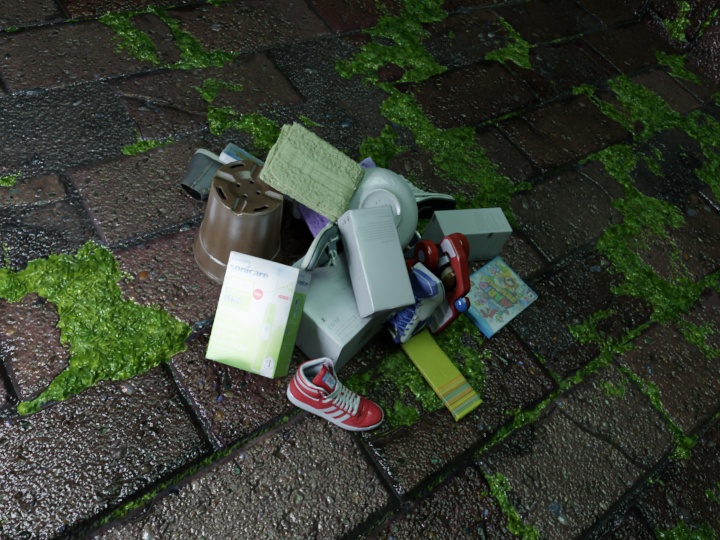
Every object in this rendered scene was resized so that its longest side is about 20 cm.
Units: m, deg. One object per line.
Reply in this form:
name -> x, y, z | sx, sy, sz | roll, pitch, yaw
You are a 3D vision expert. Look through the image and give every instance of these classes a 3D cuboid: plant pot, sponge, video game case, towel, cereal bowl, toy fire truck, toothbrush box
plant pot -> -0.248, -0.106, 1.378 | 0.194, 0.201, 0.205 | 9, 50, -11
sponge -> -0.032, -0.148, 1.450 | 0.198, 0.030, 0.113 | -35, 97, -7
video game case -> -0.231, -0.228, 1.498 | 0.179, 0.022, 0.201 | 30, 12, -14
towel -> -0.096, -0.200, 1.339 | 0.196, 0.036, 0.151 | 29, 69, -9
towel -> 0.171, 0.220, 1.392 | 0.085, 0.018, 0.201 | -20, 61, -37
cereal bowl -> 0.034, -0.122, 1.404 | 0.193, 0.083, 0.207 | 0, 89, -8
video game case -> 0.318, 0.060, 1.567 | 0.198, 0.018, 0.143 | -30, 68, -35
toy fire truck -> 0.177, 0.026, 1.408 | 0.109, 0.201, 0.172 | -12, 68, -30
toothbrush box -> -0.190, 0.083, 1.234 | 0.141, 0.086, 0.206 | 14, 87, 13

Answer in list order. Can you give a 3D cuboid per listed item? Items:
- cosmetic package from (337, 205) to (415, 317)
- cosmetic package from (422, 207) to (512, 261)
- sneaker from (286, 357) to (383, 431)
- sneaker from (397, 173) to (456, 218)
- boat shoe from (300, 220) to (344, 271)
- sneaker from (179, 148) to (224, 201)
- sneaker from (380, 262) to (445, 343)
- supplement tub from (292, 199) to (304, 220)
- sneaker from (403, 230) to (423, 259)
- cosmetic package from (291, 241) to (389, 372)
cosmetic package -> 0.030, -0.018, 1.289 | 0.099, 0.074, 0.206 | -8, 79, -26
cosmetic package -> 0.255, -0.084, 1.597 | 0.194, 0.114, 0.083 | -8, 55, -22
sneaker -> -0.039, 0.234, 1.240 | 0.194, 0.114, 0.073 | 19, 49, -4
sneaker -> 0.146, -0.201, 1.672 | 0.194, 0.076, 0.118 | -1, 55, -17
boat shoe -> -0.063, -0.042, 1.290 | 0.061, 0.074, 0.201 | 33, 23, -2
sneaker -> -0.312, -0.188, 1.516 | 0.195, 0.075, 0.108 | 25, 63, -3
sneaker -> 0.104, 0.089, 1.358 | 0.080, 0.202, 0.115 | 38, 59, 21
supplement tub -> -0.053, -0.173, 1.534 | 0.194, 0.147, 0.148 | 13, 49, -9
sneaker -> 0.124, -0.035, 1.534 | 0.198, 0.080, 0.078 | 37, 49, 9
cosmetic package -> -0.060, 0.068, 1.359 | 0.199, 0.124, 0.199 | 38, 51, 15
